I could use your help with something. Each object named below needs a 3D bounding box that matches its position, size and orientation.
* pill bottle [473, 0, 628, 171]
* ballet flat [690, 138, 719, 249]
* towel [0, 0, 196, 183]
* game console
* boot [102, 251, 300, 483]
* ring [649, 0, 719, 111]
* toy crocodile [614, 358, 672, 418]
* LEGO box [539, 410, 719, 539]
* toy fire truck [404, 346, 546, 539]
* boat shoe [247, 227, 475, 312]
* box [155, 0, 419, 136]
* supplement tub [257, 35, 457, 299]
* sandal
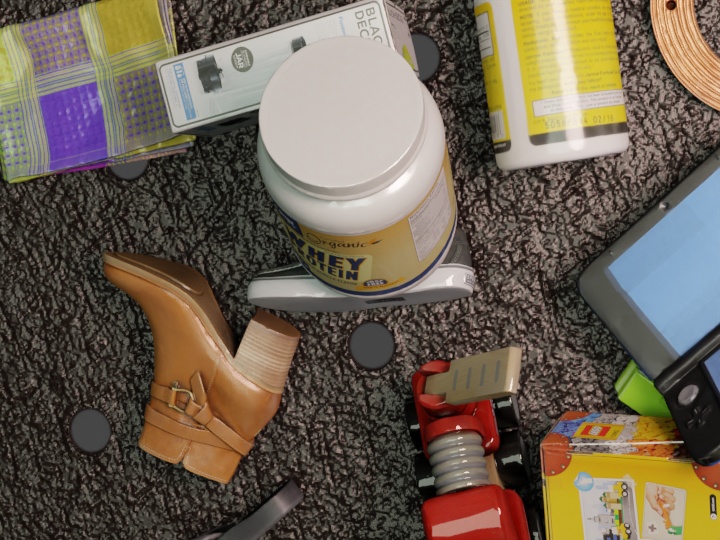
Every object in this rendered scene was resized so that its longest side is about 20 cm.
[{"bbox_3d":[0.150,-0.187,1.127,0.110,0.111,0.203,-8,94,11],"label":"pill bottle"},{"bbox_3d":[0.295,-0.006,1.131,0.071,0.072,0.203,-10,94,11],"label":"ballet flat"},{"bbox_3d":[-0.244,-0.162,1.238,0.197,0.023,0.146,-9,93,16],"label":"towel"},{"bbox_3d":[0.280,0.015,1.054,0.118,0.171,0.200,41,107,-17],"label":"game console"},{"bbox_3d":[-0.165,0.084,1.227,0.198,0.074,0.156,28,103,10],"label":"boot"},{"bbox_3d":[0.336,-0.223,1.138,0.197,0.019,0.204,1,94,11],"label":"ring"},{"bbox_3d":[0.302,0.135,1.151,0.198,0.062,0.068,30,131,12],"label":"toy crocodile"},{"bbox_3d":[0.231,0.225,1.125,0.147,0.077,0.203,1,106,26],"label":"LEGO box"},{"bbox_3d":[0.090,0.144,1.100,0.127,0.200,0.178,-14,67,12],"label":"toy fire truck"},{"bbox_3d":[0.000,0.000,1.198,0.197,0.069,0.057,-4,76,9],"label":"boat shoe"},{"bbox_3d":[-0.057,-0.167,1.165,0.197,0.117,0.061,-15,91,10],"label":"box"},{"bbox_3d":[-0.001,-0.077,1.083,0.142,0.200,0.146,-3,67,8],"label":"supplement tub"},{"bbox_3d":[-0.137,0.248,1.236,0.200,0.076,0.043,-41,89,0],"label":"sandal"}]
